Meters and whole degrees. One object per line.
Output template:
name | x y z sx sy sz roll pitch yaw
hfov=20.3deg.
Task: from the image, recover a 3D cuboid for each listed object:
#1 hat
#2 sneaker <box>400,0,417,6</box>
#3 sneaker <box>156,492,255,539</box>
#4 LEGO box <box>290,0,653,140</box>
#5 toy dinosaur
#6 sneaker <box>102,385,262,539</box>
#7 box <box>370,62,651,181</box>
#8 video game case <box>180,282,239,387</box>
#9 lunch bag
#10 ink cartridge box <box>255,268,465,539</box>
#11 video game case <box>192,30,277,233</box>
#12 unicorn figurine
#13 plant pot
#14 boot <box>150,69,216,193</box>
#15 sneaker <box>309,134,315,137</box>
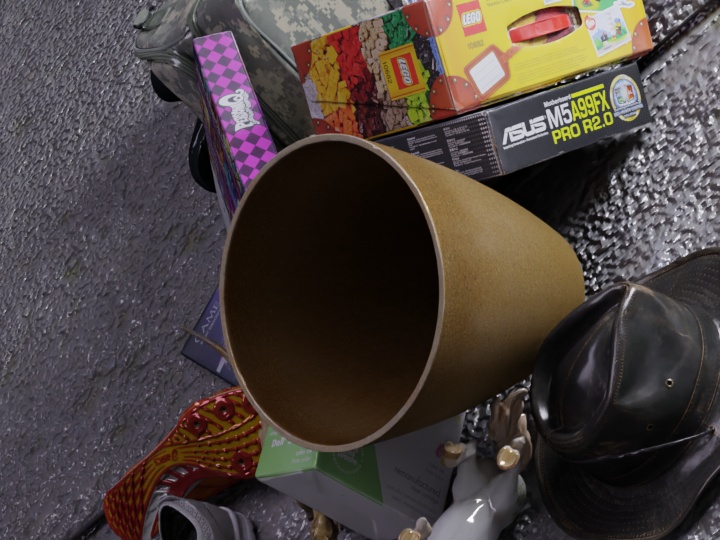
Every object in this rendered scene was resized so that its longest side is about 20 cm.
hat | 0.156 0.061 1.215 0.200 0.081 0.202 -35 38 33
sneaker | 0.086 -0.258 1.573 0.089 0.078 0.201 -26 44 43
sneaker | -0.120 0.247 1.430 0.075 0.082 0.201 -40 37 26
LEGO box | 0.077 -0.152 1.386 0.148 0.199 0.078 -11 97 50
toy dinosaur | -0.050 0.117 1.411 0.058 0.101 0.201 -31 70 0
sneaker | -0.115 0.135 1.523 0.199 0.073 0.077 -32 2 30
box | 0.075 -0.087 1.384 0.199 0.159 0.045 -12 96 49
video game case | -0.060 0.032 1.586 0.144 0.019 0.200 -61 32 -4
lunch bag | -0.064 -0.156 1.580 0.167 0.200 0.140 -22 33 45
ink cartridge box | 0.014 0.067 1.365 0.067 0.117 0.201 -16 51 48
video game case | -0.075 -0.043 1.455 0.035 0.182 0.201 -14 42 -7
unicorn figurine | 0.051 0.175 1.258 0.200 0.138 0.074 -41 70 -13
plant pot | 0.046 0.016 1.260 0.185 0.199 0.188 -2 87 44
boot | -0.128 -0.154 1.770 0.167 0.076 0.201 3 59 50
sneaker | 0.000 0.000 1.469 0.077 0.081 0.202 171 97 -79
